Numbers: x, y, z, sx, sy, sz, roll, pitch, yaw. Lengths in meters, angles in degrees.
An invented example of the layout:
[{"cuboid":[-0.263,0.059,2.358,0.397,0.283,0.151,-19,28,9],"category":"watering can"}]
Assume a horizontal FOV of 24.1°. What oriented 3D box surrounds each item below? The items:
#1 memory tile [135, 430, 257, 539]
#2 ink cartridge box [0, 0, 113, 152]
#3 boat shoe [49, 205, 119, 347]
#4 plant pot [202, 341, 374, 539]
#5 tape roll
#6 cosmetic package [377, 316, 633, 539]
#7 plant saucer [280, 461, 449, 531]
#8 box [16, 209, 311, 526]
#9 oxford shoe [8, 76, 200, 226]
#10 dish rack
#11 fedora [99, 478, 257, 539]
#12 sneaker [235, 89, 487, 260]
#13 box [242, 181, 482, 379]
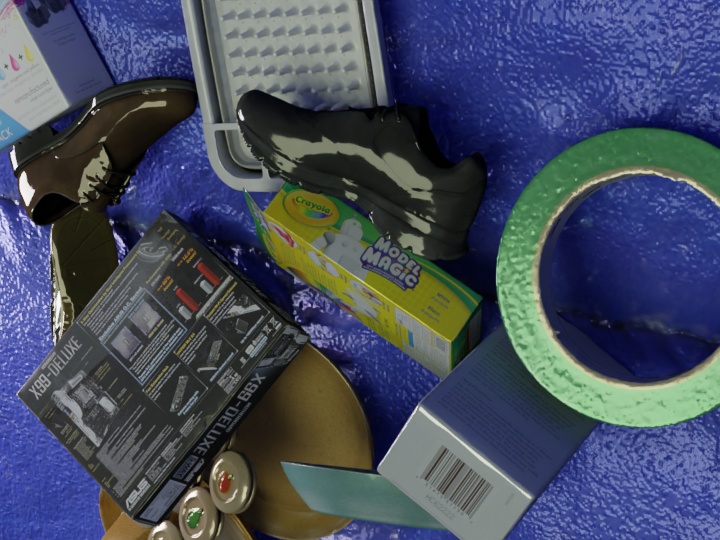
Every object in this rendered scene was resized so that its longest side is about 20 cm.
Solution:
[{"cuboid":[-0.159,0.142,1.415,0.153,0.017,0.201,-46,54,32],"category":"memory tile"},{"cuboid":[-0.304,-0.210,1.391,0.115,0.068,0.201,-24,97,36],"category":"ink cartridge box"},{"cuboid":[-0.231,0.043,1.449,0.071,0.066,0.203,-6,97,-9],"category":"boat shoe"},{"cuboid":[-0.070,0.132,1.425,0.198,0.027,0.202,12,117,26],"category":"plant pot"},{"cuboid":[0.193,0.004,1.152,0.198,0.048,0.203,1,92,17],"category":"tape roll"},{"cuboid":[0.106,0.106,1.200,0.101,0.200,0.072,39,125,11],"category":"cosmetic package"},{"cuboid":[0.036,0.172,1.276,0.198,0.199,0.036,4,83,29],"category":"plant saucer"},{"cuboid":[-0.161,0.078,1.362,0.157,0.050,0.201,40,93,26],"category":"box"},{"cuboid":[-0.199,-0.092,1.360,0.199,0.072,0.085,-28,66,34],"category":"oxford shoe"},{"cuboid":[-0.048,-0.161,1.275,0.170,0.043,0.202,2,111,31],"category":"dish rack"},{"cuboid":[-0.172,0.259,1.488,0.199,0.082,0.202,21,130,27],"category":"fedora"},{"cuboid":[0.004,-0.089,1.215,0.199,0.076,0.091,28,111,9],"category":"sneaker"},{"cuboid":[0.000,0.000,1.277,0.199,0.049,0.118,33,165,13],"category":"box"}]
